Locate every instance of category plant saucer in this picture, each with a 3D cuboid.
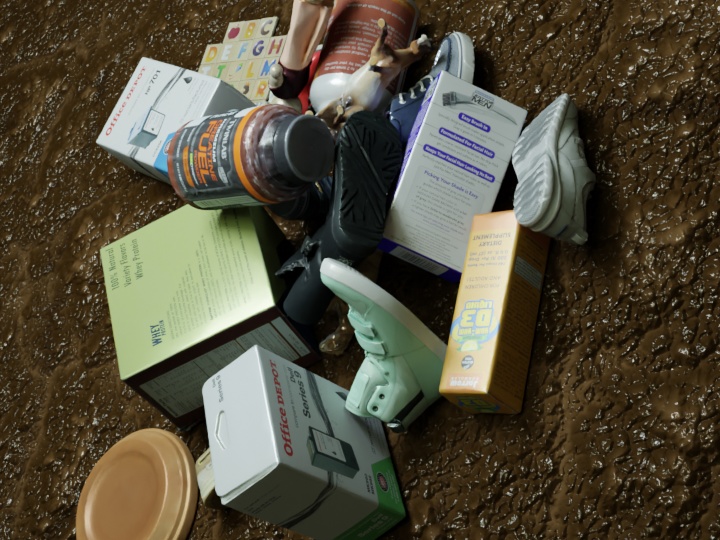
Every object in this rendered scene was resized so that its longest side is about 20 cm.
[{"bbox_3d":[-0.283,0.288,1.516,0.198,0.037,0.203,-20,55,31],"label":"plant saucer"}]

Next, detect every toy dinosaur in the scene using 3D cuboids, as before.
[{"bbox_3d":[0.000,0.000,1.436,0.105,0.060,0.203,27,95,29],"label":"toy dinosaur"}]

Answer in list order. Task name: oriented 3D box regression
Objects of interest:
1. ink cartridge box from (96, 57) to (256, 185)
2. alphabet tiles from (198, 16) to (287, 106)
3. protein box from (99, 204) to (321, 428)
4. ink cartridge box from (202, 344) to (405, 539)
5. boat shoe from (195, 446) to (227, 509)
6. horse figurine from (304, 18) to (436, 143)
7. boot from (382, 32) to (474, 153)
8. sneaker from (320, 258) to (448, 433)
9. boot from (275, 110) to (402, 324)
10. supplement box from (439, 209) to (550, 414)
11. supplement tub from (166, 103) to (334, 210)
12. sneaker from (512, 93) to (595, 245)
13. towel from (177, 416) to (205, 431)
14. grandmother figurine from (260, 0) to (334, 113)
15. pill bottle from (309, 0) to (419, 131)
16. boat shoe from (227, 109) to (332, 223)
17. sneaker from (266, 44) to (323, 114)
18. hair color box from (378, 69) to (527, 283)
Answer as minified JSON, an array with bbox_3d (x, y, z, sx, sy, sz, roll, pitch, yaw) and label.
[{"bbox_3d":[-0.258,-0.201,1.726,0.199,0.086,0.148,22,82,43],"label":"ink cartridge box"},{"bbox_3d":[-0.182,-0.269,1.761,0.165,0.006,0.203,2,69,41],"label":"alphabet tiles"},{"bbox_3d":[-0.180,0.040,1.466,0.198,0.135,0.200,-26,52,8],"label":"protein box"},{"bbox_3d":[-0.058,0.185,1.264,0.084,0.199,0.147,-36,48,23],"label":"ink cartridge box"},{"bbox_3d":[-0.121,0.183,1.412,0.200,0.073,0.069,-45,52,12],"label":"boat shoe"},{"bbox_3d":[0.001,-0.202,1.402,0.050,0.132,0.201,38,96,11],"label":"horse figurine"},{"bbox_3d":[0.075,-0.197,1.433,0.073,0.089,0.203,136,145,-61],"label":"boot"},{"bbox_3d":[0.009,0.084,1.266,0.119,0.200,0.074,-49,23,-2],"label":"sneaker"},{"bbox_3d":[-0.028,-0.057,1.363,0.168,0.075,0.203,-48,27,48],"label":"boot"},{"bbox_3d":[0.140,0.043,1.277,0.066,0.068,0.203,-5,66,40],"label":"supplement box"},{"bbox_3d":[-0.118,-0.125,1.354,0.198,0.106,0.109,-3,64,47],"label":"supplement tub"},{"bbox_3d":[0.208,-0.102,1.303,0.075,0.081,0.202,-40,26,43],"label":"sneaker"},{"bbox_3d":[-0.189,0.086,1.562,0.146,0.022,0.202,-33,50,22],"label":"towel"},{"bbox_3d":[-0.078,-0.251,1.497,0.060,0.121,0.202,30,127,18],"label":"grandmother figurine"},{"bbox_3d":[0.000,-0.243,1.520,0.111,0.112,0.203,-2,65,39],"label":"pill bottle"},{"bbox_3d":[-0.103,-0.124,1.546,0.071,0.090,0.201,-55,51,20],"label":"boat shoe"},{"bbox_3d":[-0.081,-0.195,1.600,0.085,0.077,0.201,46,109,34],"label":"sneaker"},{"bbox_3d":[0.096,-0.102,1.357,0.065,0.108,0.203,149,144,-76],"label":"hair color box"}]
